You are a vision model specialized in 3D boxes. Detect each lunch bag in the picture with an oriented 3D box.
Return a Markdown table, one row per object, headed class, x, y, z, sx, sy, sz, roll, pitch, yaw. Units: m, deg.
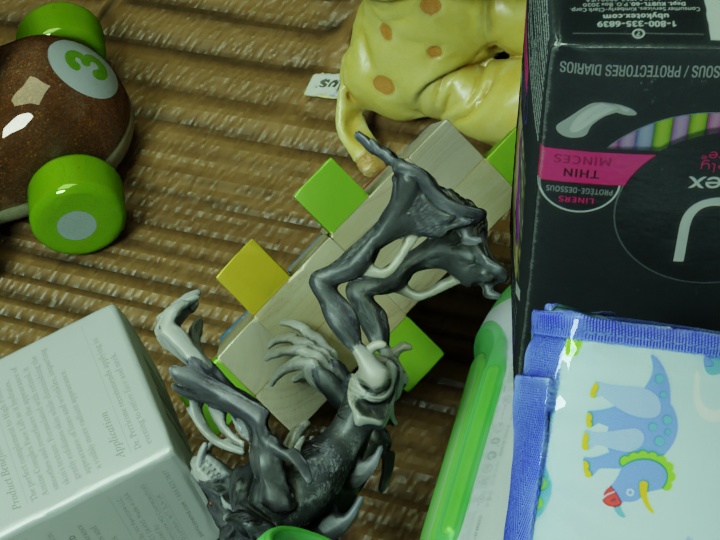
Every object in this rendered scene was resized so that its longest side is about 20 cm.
| class | x | y | z | sx | sy | sz | roll | pitch | yaw |
| --- | --- | --- | --- | --- | --- | --- | --- | --- | --- |
| lunch bag | 0.130 | 0.106 | 0.705 | 0.127 | 0.198 | 0.172 | 7 | 89 | 56 |

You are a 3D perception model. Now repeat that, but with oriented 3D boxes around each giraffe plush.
| class | x | y | z | sx | sy | sz | roll | pitch | yaw |
| --- | --- | --- | --- | --- | --- | --- | --- | --- | --- |
| giraffe plush | 0.042 | -0.163 | 1.055 | 0.198 | 0.163 | 0.174 | -10 | 48 | 12 |

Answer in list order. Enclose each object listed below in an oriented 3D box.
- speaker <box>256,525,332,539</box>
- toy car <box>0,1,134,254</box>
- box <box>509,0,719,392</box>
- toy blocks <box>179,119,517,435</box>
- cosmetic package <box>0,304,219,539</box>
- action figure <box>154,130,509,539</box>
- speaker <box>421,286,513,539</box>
| class | x | y | z | sx | sy | sz | roll | pitch | yaw |
| --- | --- | --- | --- | --- | --- | --- | --- | --- | --- |
| speaker | -0.055 | 0.203 | 0.776 | 0.088 | 0.088 | 0.201 | 40 | 104 | 41 |
| toy car | -0.226 | -0.118 | 1.094 | 0.156 | 0.201 | 0.165 | -18 | 47 | 5 |
| box | 0.123 | -0.046 | 0.779 | 0.121 | 0.201 | 0.107 | 1 | 48 | 1 |
| toy blocks | 0.000 | 0.000 | 0.964 | 0.200 | 0.100 | 0.137 | -46 | 4 | -1 |
| cosmetic package | -0.172 | 0.110 | 0.880 | 0.199 | 0.074 | 0.102 | -27 | 46 | -2 |
| action figure | -0.022 | 0.046 | 0.833 | 0.102 | 0.119 | 0.201 | 34 | 94 | 26 |
| speaker | 0.072 | 0.102 | 0.859 | 0.088 | 0.089 | 0.201 | 3 | 52 | 23 |
